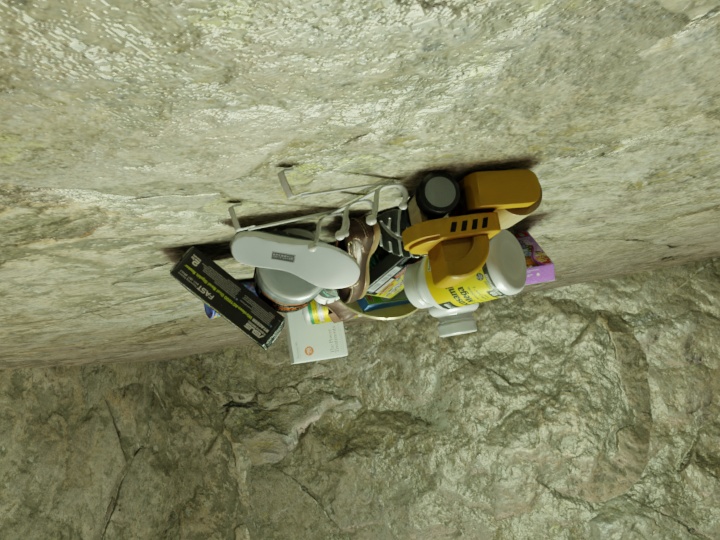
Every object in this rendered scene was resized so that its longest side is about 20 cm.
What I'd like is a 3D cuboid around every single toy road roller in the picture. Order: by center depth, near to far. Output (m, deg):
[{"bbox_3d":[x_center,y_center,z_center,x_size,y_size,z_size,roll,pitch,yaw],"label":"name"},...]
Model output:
[{"bbox_3d":[0.157,-0.057,0.834,0.199,0.146,0.123,-7,171,-10],"label":"toy road roller"}]

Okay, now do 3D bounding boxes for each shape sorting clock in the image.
[{"bbox_3d":[0.039,0.041,1.276,0.199,0.200,0.039,-5,128,-24],"label":"shape sorting clock"}]

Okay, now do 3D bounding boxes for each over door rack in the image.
[{"bbox_3d":[-0.053,-0.073,0.780,0.200,0.067,0.148,-1,167,-40],"label":"over door rack"}]

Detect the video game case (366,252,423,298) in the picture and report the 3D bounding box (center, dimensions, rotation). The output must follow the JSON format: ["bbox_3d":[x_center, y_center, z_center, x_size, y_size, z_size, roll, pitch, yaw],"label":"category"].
[{"bbox_3d":[0.099,-0.020,1.121,0.200,0.026,0.181,-40,162,13],"label":"video game case"}]

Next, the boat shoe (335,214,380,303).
[{"bbox_3d":[-0.023,-0.012,0.986,0.070,0.070,0.200,-27,147,-29],"label":"boat shoe"}]

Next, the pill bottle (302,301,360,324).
[{"bbox_3d":[-0.048,0.069,1.489,0.199,0.113,0.113,-10,171,-1],"label":"pill bottle"}]

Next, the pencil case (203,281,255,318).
[{"bbox_3d":[-0.257,0.063,1.348,0.199,0.078,0.087,-5,-161,-26],"label":"pencil case"}]

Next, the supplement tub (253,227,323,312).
[{"bbox_3d":[-0.123,0.007,1.018,0.122,0.123,0.200,-7,171,-13],"label":"supplement tub"}]

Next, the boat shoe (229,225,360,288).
[{"bbox_3d":[-0.097,-0.028,0.895,0.199,0.069,0.057,15,-154,-12],"label":"boat shoe"}]

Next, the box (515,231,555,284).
[{"bbox_3d":[0.309,-0.023,1.226,0.136,0.039,0.200,-10,-158,4],"label":"box"}]

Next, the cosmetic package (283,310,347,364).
[{"bbox_3d":[-0.125,0.141,1.575,0.150,0.201,0.052,-7,169,-18],"label":"cosmetic package"}]

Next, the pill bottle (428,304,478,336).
[{"bbox_3d":[0.195,0.039,1.277,0.111,0.201,0.111,-9,171,-1],"label":"pill bottle"}]

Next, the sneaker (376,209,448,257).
[{"bbox_3d":[0.116,-0.068,0.966,0.199,0.078,0.090,1,-165,5],"label":"sneaker"}]

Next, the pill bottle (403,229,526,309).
[{"bbox_3d":[0.177,0.006,1.025,0.200,0.113,0.112,-19,167,41],"label":"pill bottle"}]

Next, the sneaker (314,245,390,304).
[{"bbox_3d":[0.000,0.000,1.126,0.200,0.078,0.091,-31,176,-20],"label":"sneaker"}]

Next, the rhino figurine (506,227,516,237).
[{"bbox_3d":[0.265,-0.057,1.115,0.060,0.088,0.200,-11,170,14],"label":"rhino figurine"}]

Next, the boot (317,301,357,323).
[{"bbox_3d":[0.002,0.041,1.357,0.199,0.064,0.187,-17,144,11],"label":"boot"}]

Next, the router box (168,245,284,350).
[{"bbox_3d":[-0.226,0.053,1.024,0.062,0.200,0.150,-52,180,-12],"label":"router box"}]
